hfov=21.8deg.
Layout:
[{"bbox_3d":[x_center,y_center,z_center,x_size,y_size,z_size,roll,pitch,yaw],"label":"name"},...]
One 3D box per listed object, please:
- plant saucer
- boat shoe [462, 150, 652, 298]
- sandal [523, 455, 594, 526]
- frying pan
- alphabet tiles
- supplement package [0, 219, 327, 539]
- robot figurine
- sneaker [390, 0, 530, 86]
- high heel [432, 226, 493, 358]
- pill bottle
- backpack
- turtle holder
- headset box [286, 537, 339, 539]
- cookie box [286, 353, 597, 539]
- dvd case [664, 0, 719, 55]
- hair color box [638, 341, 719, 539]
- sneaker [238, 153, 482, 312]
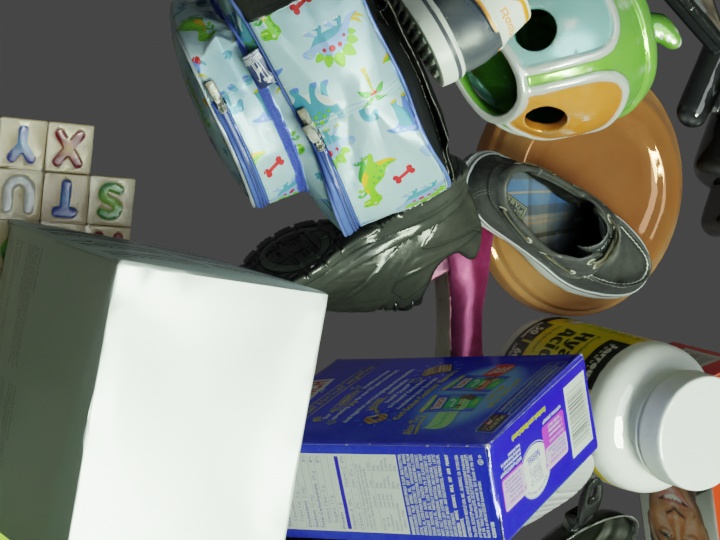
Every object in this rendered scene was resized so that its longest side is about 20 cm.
[{"bbox_3d":[0.176,-0.062,1.448,0.198,0.037,0.203,-4,99,-29],"label":"plant saucer"},{"bbox_3d":[0.156,-0.031,1.377,0.199,0.066,0.070,33,80,-34],"label":"boat shoe"},{"bbox_3d":[0.077,0.169,1.368,0.079,0.206,0.060,13,48,-47],"label":"sandal"},{"bbox_3d":[0.153,0.210,1.428,0.115,0.031,0.190,-38,149,3],"label":"frying pan"},{"bbox_3d":[-0.231,0.000,1.237,0.165,0.006,0.202,3,96,-31],"label":"alphabet tiles"},{"bbox_3d":[-0.142,0.083,1.182,0.146,0.199,0.193,9,93,-30],"label":"supplement package"},{"bbox_3d":[0.339,-0.114,1.483,0.150,0.124,0.202,26,84,-48],"label":"robot figurine"},{"bbox_3d":[0.044,-0.207,1.240,0.079,0.201,0.079,-28,145,-3],"label":"sneaker"},{"bbox_3d":[0.093,0.047,1.399,0.095,0.067,0.202,-27,97,-13],"label":"high heel"},{"bbox_3d":[0.191,0.102,1.385,0.110,0.199,0.113,-5,99,-30],"label":"pill bottle"},{"bbox_3d":[-0.036,-0.123,1.238,0.146,0.183,0.201,-29,111,1],"label":"backpack"},{"bbox_3d":[0.125,-0.182,1.333,0.131,0.140,0.187,-28,103,-32],"label":"turtle holder"},{"bbox_3d":[-0.029,0.230,1.277,0.173,0.199,0.094,5,94,-31],"label":"headset box"},{"bbox_3d":[0.036,0.118,1.266,0.171,0.198,0.076,-32,116,-57],"label":"cookie box"},{"bbox_3d":[0.208,-0.257,1.366,0.017,0.201,0.143,-35,121,23],"label":"dvd case"},{"bbox_3d":[0.274,0.167,1.500,0.061,0.101,0.202,-18,105,-27],"label":"hair color box"},{"bbox_3d":[0.000,0.000,1.315,0.199,0.076,0.091,-27,122,0],"label":"sneaker"}]
